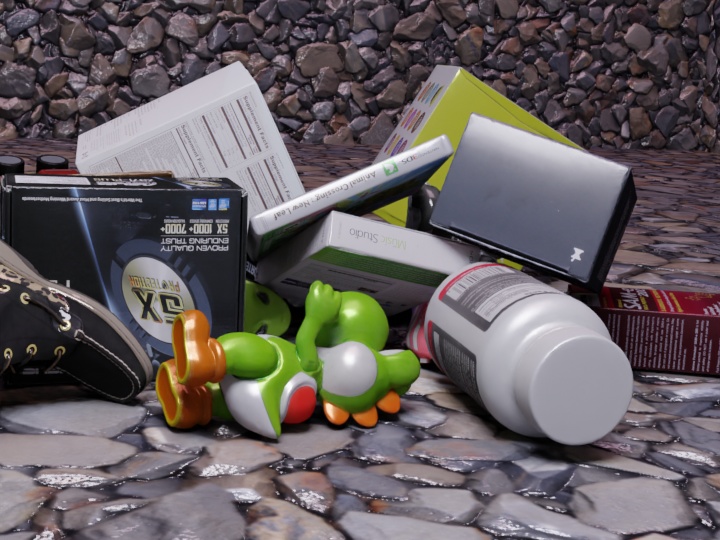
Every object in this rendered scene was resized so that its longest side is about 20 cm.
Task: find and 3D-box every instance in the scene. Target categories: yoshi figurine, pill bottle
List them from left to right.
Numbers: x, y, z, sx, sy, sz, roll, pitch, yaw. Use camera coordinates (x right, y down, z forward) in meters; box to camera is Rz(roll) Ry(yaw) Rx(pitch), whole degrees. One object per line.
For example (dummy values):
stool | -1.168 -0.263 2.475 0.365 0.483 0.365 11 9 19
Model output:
yoshi figurine | -0.053 0.062 0.887 0.199 0.113 0.112 1 4 -25
pill bottle | 0.130 0.065 0.900 0.110 0.111 0.200 0 12 -15

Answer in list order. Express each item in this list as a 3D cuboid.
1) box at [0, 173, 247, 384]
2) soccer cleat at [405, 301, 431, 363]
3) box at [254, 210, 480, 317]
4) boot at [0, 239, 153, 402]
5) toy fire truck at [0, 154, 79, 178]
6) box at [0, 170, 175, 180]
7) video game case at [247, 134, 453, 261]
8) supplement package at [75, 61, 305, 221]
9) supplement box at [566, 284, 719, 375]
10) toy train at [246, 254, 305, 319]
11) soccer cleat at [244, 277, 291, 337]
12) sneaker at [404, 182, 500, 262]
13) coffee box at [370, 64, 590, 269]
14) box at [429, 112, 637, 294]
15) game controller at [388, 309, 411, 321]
box | -0.202 0.004 0.976 0.199 0.165 0.086 0 12 -18
soccer cleat | 0.077 0.038 1.107 0.066 0.077 0.200 3 10 2
box | 0.000 0.000 1.054 0.144 0.037 0.200 13 -16 -21
boot | -0.261 0.067 0.841 0.200 0.073 0.151 40 37 -15
toy fire truck | -0.460 -0.100 1.582 0.175 0.129 0.200 -3 25 -31
box | -0.255 -0.023 1.092 0.163 0.021 0.200 -4 -32 -10
video game case | -0.017 -0.061 1.044 0.181 0.022 0.200 -24 -3 -8
supplement package | -0.181 -0.107 1.233 0.199 0.151 0.152 -25 22 -4
supplement box | 0.301 0.057 1.114 0.199 0.061 0.109 3 11 7
toy train | -0.077 0.005 1.236 0.114 0.086 0.200 8 8 -26
soccer cleat | -0.160 0.034 1.104 0.199 0.068 0.081 4 -1 9
sneaker | 0.107 -0.044 1.229 0.115 0.075 0.200 1 -15 -2
coffee box | 0.136 -0.119 1.430 0.200 0.200 0.198 32 7 -10
box | 0.163 -0.055 1.039 0.147 0.105 0.200 22 1 14
game controller | 0.078 0.029 1.278 0.199 0.042 0.104 -4 -1 -36
